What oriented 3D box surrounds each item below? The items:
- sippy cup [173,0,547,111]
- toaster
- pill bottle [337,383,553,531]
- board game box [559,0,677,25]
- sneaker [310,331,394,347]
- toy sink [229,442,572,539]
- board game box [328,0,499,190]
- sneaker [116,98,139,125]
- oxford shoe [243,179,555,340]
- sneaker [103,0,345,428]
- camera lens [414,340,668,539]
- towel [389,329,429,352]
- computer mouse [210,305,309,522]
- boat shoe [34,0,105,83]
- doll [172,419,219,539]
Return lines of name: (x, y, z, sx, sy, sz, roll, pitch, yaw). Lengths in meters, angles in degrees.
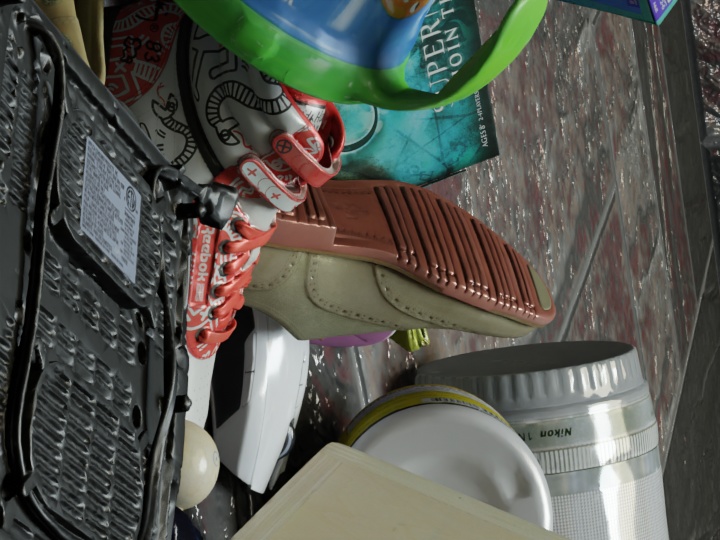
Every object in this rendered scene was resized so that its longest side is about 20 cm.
sippy cup: (-0.005, -0.159, 0.853, 0.177, 0.130, 0.140, 31, 27, -19)
toaster: (-0.127, 0.022, 0.653, 0.200, 0.118, 0.182, 52, 37, -61)
pill bottle: (0.038, 0.120, 1.140, 0.200, 0.114, 0.115, -112, -164, -89)
board game box: (0.061, -0.210, 1.072, 0.045, 0.199, 0.152, -51, 140, -25)
sneaker: (-0.009, -0.055, 1.129, 0.089, 0.080, 0.201, -91, -175, -46)
toy sink: (0.039, 0.187, 0.932, 0.112, 0.199, 0.131, -41, 148, -56)
board game box: (-0.013, -0.118, 0.996, 0.028, 0.135, 0.201, -127, -161, -52)
sneaker: (-0.111, 0.034, 0.810, 0.091, 0.066, 0.201, 56, 36, -64)
oxford shoe: (0.000, 0.000, 1.022, 0.074, 0.199, 0.071, -57, -153, 30)
sneaker: (-0.060, -0.018, 0.915, 0.067, 0.107, 0.203, -26, 110, -72)
camera lens: (0.118, 0.155, 1.380, 0.160, 0.159, 0.201, -21, 105, -73)
towel: (0.002, -0.057, 1.231, 0.086, 0.018, 0.201, -142, -142, -64)
computer mouse: (-0.045, 0.071, 1.052, 0.110, 0.044, 0.201, -18, 102, -72)
boat shoe: (-0.117, -0.143, 0.837, 0.073, 0.063, 0.201, 66, 25, -48)
doll: (-0.084, 0.161, 0.884, 0.137, 0.048, 0.201, 66, 23, -74)
